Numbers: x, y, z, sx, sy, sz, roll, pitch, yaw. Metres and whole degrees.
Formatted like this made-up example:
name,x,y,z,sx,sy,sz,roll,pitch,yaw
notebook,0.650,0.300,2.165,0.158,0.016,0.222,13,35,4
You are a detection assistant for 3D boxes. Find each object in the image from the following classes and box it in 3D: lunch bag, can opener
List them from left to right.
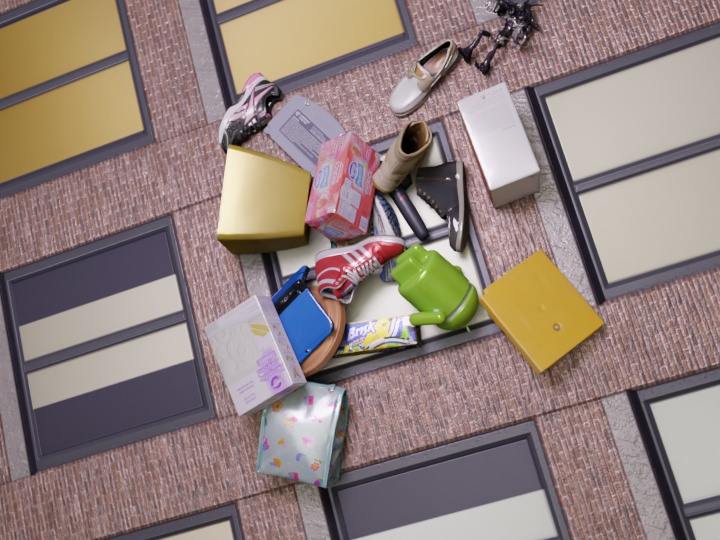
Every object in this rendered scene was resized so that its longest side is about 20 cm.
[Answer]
name,x,y,z,sx,sy,sz,roll,pitch,yaw
lunch bag,-0.117,0.328,1.653,0.169,0.122,0.202,7,88,15
can opener,0.090,-0.154,1.713,0.078,0.063,0.201,-29,75,6

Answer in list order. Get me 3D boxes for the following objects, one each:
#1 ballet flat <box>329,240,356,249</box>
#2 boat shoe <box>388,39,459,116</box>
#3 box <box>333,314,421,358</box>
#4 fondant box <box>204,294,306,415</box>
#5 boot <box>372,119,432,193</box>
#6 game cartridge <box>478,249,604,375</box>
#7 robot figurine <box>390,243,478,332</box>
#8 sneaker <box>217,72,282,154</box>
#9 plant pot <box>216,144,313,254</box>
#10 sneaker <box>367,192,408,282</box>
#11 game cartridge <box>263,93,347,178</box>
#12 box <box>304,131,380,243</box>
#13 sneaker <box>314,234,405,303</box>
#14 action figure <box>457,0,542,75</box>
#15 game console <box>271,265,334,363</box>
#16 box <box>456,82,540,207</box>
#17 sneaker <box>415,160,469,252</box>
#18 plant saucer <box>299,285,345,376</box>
name,x,y,z,sx,sy,sz,roll,pitch,yaw
ballet flat,-0.042,-0.069,1.739,0.062,0.069,0.202,-8,81,-17
boat shoe,0.134,-0.427,1.745,0.075,0.068,0.200,42,92,16
box,0.025,0.139,1.675,0.198,0.070,0.065,-8,78,12
fondant box,-0.214,0.170,1.611,0.144,0.058,0.201,-32,73,20
boot,0.110,-0.266,1.651,0.073,0.156,0.200,39,59,1
game cartridge,0.360,0.081,1.603,0.176,0.032,0.200,-33,73,-16
robot figurine,0.157,0.039,1.618,0.200,0.176,0.116,40,129,-13
sneaker,-0.249,-0.350,1.815,0.086,0.080,0.201,28,89,14
plant pot,-0.194,-0.139,1.718,0.175,0.200,0.202,6,82,2
sneaker,0.043,-0.067,1.702,0.085,0.077,0.202,-21,80,18
game cartridge,-0.108,-0.299,1.797,0.200,0.041,0.133,45,96,15
box,-0.036,-0.173,1.669,0.094,0.102,0.202,-14,56,41
sneaker,0.000,0.000,1.626,0.198,0.071,0.113,-15,53,18
action figure,0.308,-0.517,1.704,0.119,0.102,0.200,44,94,9
game console,-0.149,0.114,1.679,0.118,0.171,0.200,43,106,-10
box,0.285,-0.254,1.639,0.106,0.152,0.201,-20,77,8
sneaker,0.173,-0.131,1.692,0.105,0.075,0.202,-5,70,16
plant saucer,-0.115,0.125,1.678,0.199,0.032,0.202,-24,51,33
